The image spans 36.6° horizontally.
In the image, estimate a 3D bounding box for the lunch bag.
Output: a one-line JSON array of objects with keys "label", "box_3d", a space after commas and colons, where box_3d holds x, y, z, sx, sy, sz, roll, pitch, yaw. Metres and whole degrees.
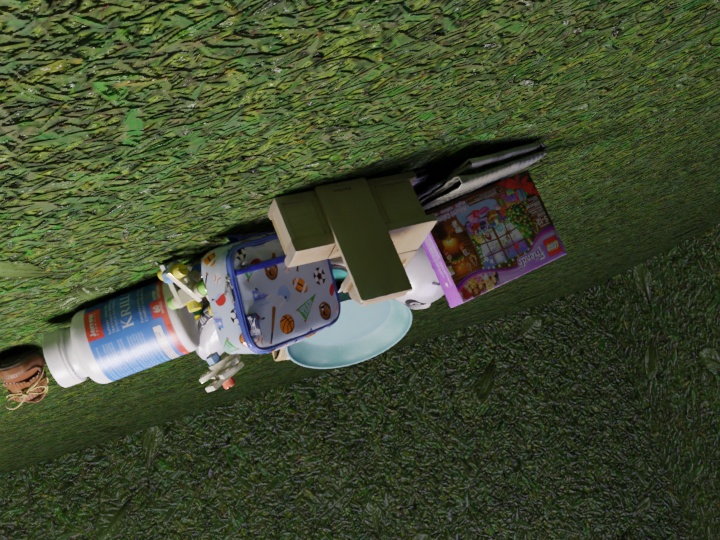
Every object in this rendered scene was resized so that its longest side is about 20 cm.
[{"label": "lunch bag", "box_3d": [-0.119, 0.021, 1.454, 0.076, 0.160, 0.200, -6, -172, 40]}]

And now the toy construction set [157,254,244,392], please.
[{"label": "toy construction set", "box_3d": [-0.194, 0.060, 1.480, 0.092, 0.200, 0.131, -10, -161, 26]}]

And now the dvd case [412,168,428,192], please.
[{"label": "dvd case", "box_3d": [0.003, -0.086, 1.525, 0.149, 0.016, 0.200, -17, 170, -15]}]

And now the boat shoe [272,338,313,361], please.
[{"label": "boat shoe", "box_3d": [-0.119, 0.063, 1.673, 0.076, 0.072, 0.200, -20, 127, -19]}]

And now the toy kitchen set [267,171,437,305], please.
[{"label": "toy kitchen set", "box_3d": [-0.012, -0.001, 1.411, 0.200, 0.163, 0.180, -13, 156, -25]}]

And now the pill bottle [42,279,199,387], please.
[{"label": "pill bottle", "box_3d": [-0.339, 0.094, 1.537, 0.200, 0.112, 0.112, -21, 170, 2]}]

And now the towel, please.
[{"label": "towel", "box_3d": [0.139, -0.121, 1.534, 0.200, 0.035, 0.193, -23, 177, -42]}]

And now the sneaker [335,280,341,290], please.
[{"label": "sneaker", "box_3d": [-0.034, -0.005, 1.749, 0.116, 0.076, 0.200, -45, -173, 1]}]

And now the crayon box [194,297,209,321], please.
[{"label": "crayon box", "box_3d": [-0.233, 0.061, 1.728, 0.200, 0.058, 0.173, -13, 165, -38]}]

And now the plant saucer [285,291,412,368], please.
[{"label": "plant saucer", "box_3d": [-0.021, 0.083, 1.656, 0.200, 0.036, 0.200, -13, 148, -8]}]

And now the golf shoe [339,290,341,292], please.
[{"label": "golf shoe", "box_3d": [-0.114, 0.068, 1.933, 0.200, 0.088, 0.077, -20, 169, -8]}]

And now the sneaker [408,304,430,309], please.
[{"label": "sneaker", "box_3d": [0.046, 0.003, 1.766, 0.200, 0.082, 0.077, 19, 168, 45]}]

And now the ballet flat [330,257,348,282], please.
[{"label": "ballet flat", "box_3d": [0.000, 0.000, 1.635, 0.067, 0.062, 0.200, -4, 159, 24]}]

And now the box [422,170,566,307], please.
[{"label": "box", "box_3d": [0.185, -0.047, 1.551, 0.200, 0.137, 0.039, -24, 178, -28]}]

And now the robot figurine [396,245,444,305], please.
[{"label": "robot figurine", "box_3d": [0.086, -0.021, 1.635, 0.150, 0.125, 0.200, -17, -165, 10]}]

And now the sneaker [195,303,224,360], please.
[{"label": "sneaker", "box_3d": [-0.164, 0.077, 1.593, 0.075, 0.115, 0.200, 15, 118, -50]}]

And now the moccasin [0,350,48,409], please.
[{"label": "moccasin", "box_3d": [-0.525, 0.174, 1.700, 0.074, 0.078, 0.201, -17, 170, -18]}]
